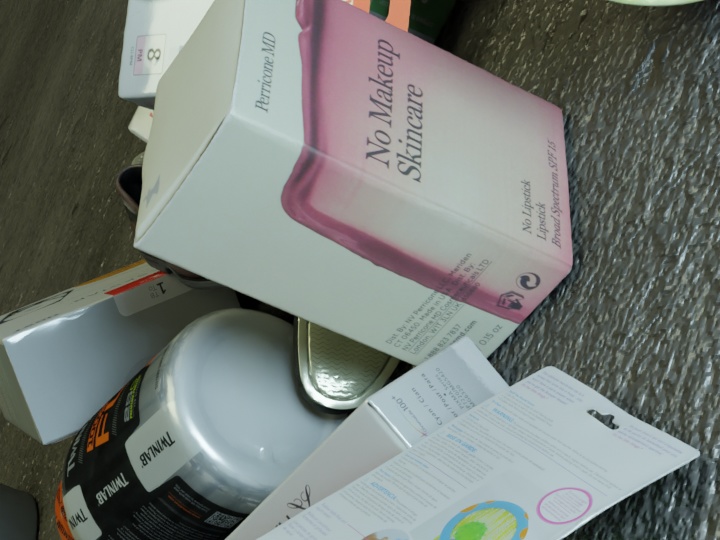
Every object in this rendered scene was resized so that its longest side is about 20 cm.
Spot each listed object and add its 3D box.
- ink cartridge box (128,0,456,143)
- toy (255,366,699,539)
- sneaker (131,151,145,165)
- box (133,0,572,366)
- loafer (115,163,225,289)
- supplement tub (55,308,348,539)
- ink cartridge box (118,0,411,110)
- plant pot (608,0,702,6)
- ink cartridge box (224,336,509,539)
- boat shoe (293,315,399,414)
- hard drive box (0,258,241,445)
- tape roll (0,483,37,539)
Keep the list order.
[{"bbox_3d":[-0.044,-0.142,1.273,0.145,0.087,0.201,35,104,35],"label":"ink cartridge box"},{"bbox_3d":[0.034,0.119,0.809,0.199,0.047,0.115,-26,27,-20],"label":"toy"},{"bbox_3d":[-0.112,-0.023,1.436,0.200,0.074,0.082,-129,24,-56],"label":"sneaker"},{"bbox_3d":[-0.002,-0.050,0.996,0.109,0.199,0.128,-48,28,39],"label":"box"},{"bbox_3d":[-0.102,-0.033,1.193,0.072,0.063,0.200,-42,21,-19],"label":"loafer"},{"bbox_3d":[-0.104,0.116,1.166,0.200,0.122,0.123,-42,32,47],"label":"supplement tub"},{"bbox_3d":[-0.060,-0.186,1.211,0.199,0.057,0.163,0,81,40],"label":"ink cartridge box"},{"bbox_3d":[0.127,-0.226,0.952,0.188,0.187,0.200,-63,6,6],"label":"plant pot"},{"bbox_3d":[-0.033,0.131,0.967,0.176,0.045,0.200,-30,-13,-50],"label":"ink cartridge box"},{"bbox_3d":[0.000,0.000,1.138,0.068,0.072,0.201,114,167,-58],"label":"boat shoe"},{"bbox_3d":[-0.174,0.050,1.328,0.077,0.155,0.200,70,163,-7],"label":"hard drive box"},{"bbox_3d":[-0.351,0.276,1.655,0.200,0.066,0.201,-48,28,36],"label":"tape roll"}]
